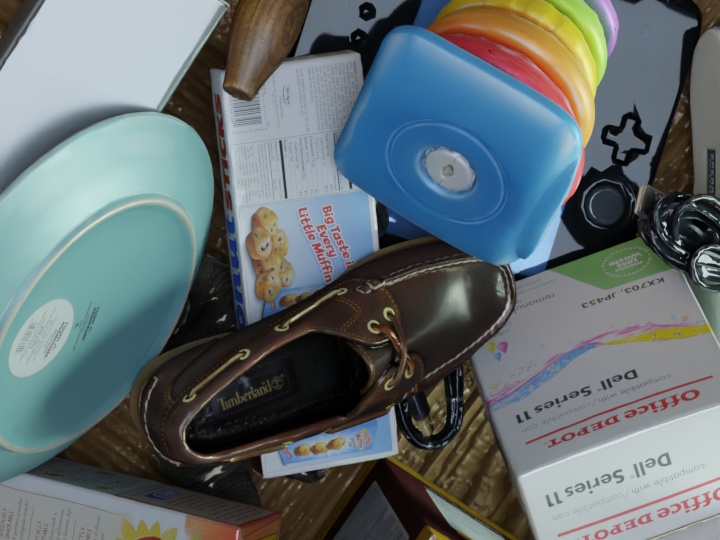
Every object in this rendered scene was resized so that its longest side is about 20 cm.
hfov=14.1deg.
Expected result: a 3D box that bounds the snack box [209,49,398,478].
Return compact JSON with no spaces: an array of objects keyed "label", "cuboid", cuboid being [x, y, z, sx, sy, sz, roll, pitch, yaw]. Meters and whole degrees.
[{"label":"snack box","cuboid":[-0.027,-0.003,1.411,0.072,0.024,0.201,-9,102,-17]}]

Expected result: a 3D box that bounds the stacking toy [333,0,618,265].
[{"label":"stacking toy","cuboid":[0.081,-0.109,1.399,0.109,0.116,0.200,30,50,3]}]

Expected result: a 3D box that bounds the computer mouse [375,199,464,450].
[{"label":"computer mouse","cuboid":[0.000,0.000,1.445,0.058,0.034,0.201,-29,100,-4]}]

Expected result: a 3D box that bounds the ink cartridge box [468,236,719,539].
[{"label":"ink cartridge box","cuboid":[0.124,0.072,1.394,0.117,0.200,0.068,-20,122,1]}]

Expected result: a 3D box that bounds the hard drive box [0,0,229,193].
[{"label":"hard drive box","cuboid":[-0.152,-0.068,1.385,0.077,0.156,0.201,32,94,-10]}]

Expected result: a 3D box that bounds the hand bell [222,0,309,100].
[{"label":"hand bell","cuboid":[-0.021,-0.173,1.382,0.104,0.104,0.201,23,75,-10]}]

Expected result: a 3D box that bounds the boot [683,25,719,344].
[{"label":"boot","cuboid":[0.218,-0.025,1.481,0.090,0.073,0.201,-2,102,-16]}]

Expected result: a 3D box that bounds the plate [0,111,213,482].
[{"label":"plate","cuboid":[-0.130,0.020,1.328,0.026,0.200,0.201,35,93,25]}]

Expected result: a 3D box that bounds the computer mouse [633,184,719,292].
[{"label":"computer mouse","cuboid":[0.227,-0.073,1.427,0.138,0.053,0.201,28,95,-22]}]

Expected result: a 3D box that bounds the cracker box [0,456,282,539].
[{"label":"cracker box","cuboid":[-0.146,0.164,1.426,0.199,0.058,0.135,12,98,20]}]

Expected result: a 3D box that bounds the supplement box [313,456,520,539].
[{"label":"supplement box","cuboid":[0.064,0.213,1.428,0.197,0.200,0.133,34,93,-10]}]

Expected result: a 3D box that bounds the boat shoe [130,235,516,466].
[{"label":"boat shoe","cuboid":[-0.009,0.043,1.374,0.199,0.070,0.071,-26,105,-16]}]

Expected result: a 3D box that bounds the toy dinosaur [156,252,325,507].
[{"label":"toy dinosaur","cuboid":[-0.069,0.061,1.466,0.102,0.077,0.201,-3,103,5]}]

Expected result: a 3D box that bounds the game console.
[{"label":"game console","cuboid":[0.057,-0.082,1.473,0.199,0.031,0.178,18,96,-10]}]
